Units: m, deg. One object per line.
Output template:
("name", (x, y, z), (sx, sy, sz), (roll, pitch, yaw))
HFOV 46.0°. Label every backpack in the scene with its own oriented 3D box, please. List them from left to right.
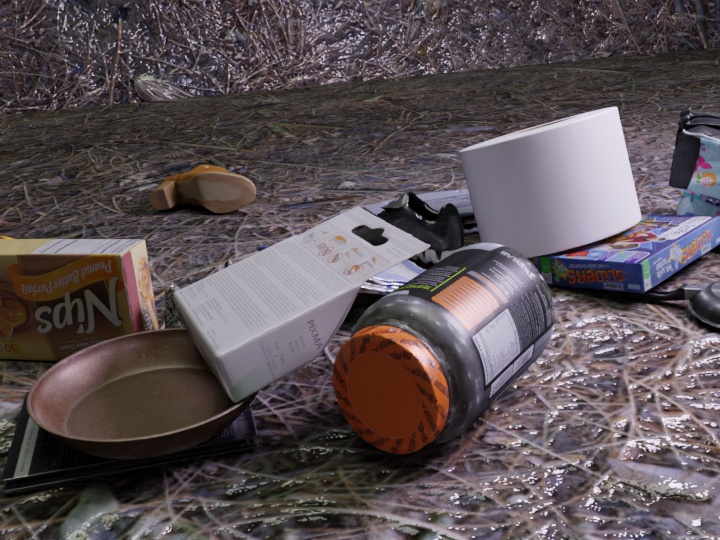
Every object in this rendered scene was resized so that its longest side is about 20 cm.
("backpack", (0.496, -0.117, 1.072), (0.196, 0.153, 0.177), (9, 18, 19))

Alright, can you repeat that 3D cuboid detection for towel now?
("towel", (0.000, 0.000, 0.955), (0.197, 0.024, 0.146), (7, 11, -31))

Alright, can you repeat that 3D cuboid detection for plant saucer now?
("plant saucer", (-0.174, 0.104, 0.712), (0.196, 0.037, 0.201), (-2, 20, 1))

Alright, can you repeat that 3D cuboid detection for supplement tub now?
("supplement tub", (0.071, 0.061, 0.701), (0.121, 0.125, 0.199), (9, 23, 34))

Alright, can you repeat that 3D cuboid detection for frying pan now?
("frying pan", (0.374, 0.025, 0.893), (0.113, 0.032, 0.189), (-14, 24, -30))

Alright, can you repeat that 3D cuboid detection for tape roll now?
("tape roll", (0.233, -0.108, 1.050), (0.199, 0.142, 0.203), (-16, 8, 2))

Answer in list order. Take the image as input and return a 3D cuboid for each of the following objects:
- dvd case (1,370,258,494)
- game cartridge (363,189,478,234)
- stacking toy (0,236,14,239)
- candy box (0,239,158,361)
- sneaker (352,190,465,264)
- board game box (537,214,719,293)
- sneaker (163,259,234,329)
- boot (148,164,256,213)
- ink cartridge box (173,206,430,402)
("dvd case", (-0.193, 0.128, 0.729), (0.196, 0.016, 0.149), (-7, 21, -12))
("game cartridge", (0.110, -0.082, 1.235), (0.196, 0.042, 0.133), (-10, 24, -16))
("stacking toy", (-0.442, 0.000, 1.017), (0.145, 0.149, 0.198), (15, 11, 43))
("candy box", (-0.313, 0.030, 0.876), (0.196, 0.118, 0.055), (0, 20, 13))
("sneaker", (0.046, -0.059, 1.096), (0.197, 0.092, 0.066), (5, 20, 25))
("board game box", (0.320, -0.025, 1.002), (0.198, 0.035, 0.134), (-22, 18, -40))
("sneaker", (-0.114, 0.032, 0.872), (0.197, 0.090, 0.077), (-13, 21, -25))
("boot", (-0.249, -0.149, 1.442), (0.197, 0.072, 0.144), (-4, 21, 17))
("ink cartridge box", (-0.052, 0.019, 0.737), (0.197, 0.051, 0.161), (-25, 25, -16))
